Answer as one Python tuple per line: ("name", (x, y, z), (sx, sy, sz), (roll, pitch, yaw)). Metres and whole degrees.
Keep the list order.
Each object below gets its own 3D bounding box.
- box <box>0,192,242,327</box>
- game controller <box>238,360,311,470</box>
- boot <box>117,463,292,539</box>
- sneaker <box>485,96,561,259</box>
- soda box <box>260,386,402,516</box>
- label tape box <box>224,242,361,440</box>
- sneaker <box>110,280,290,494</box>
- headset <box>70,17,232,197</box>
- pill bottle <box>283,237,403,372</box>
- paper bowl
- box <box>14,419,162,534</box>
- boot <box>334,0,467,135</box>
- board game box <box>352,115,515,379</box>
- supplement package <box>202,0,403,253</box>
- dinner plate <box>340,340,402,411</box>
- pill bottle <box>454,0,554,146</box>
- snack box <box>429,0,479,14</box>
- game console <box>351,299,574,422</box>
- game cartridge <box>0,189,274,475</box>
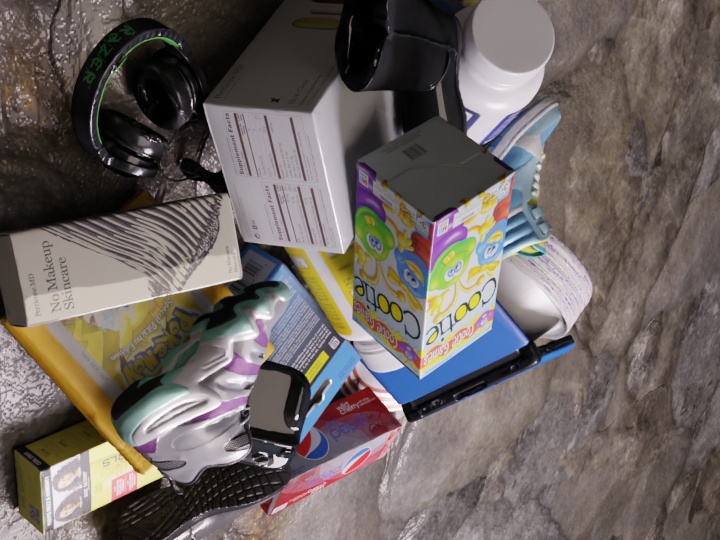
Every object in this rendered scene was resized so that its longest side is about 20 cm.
("box", (-0.206, -0.011, 0.983), (0.198, 0.068, 0.084), (-15, 98, -30))
("game controller", (-0.140, 0.129, 1.115), (0.198, 0.042, 0.106), (18, 79, -29))
("boot", (-0.171, 0.259, 1.204), (0.197, 0.070, 0.132), (-18, 150, -26))
("sneaker", (0.186, -0.091, 1.288), (0.200, 0.130, 0.080), (-46, 180, -14))
("soda box", (-0.047, 0.208, 1.339), (0.198, 0.070, 0.064), (-18, 145, -44))
("label tape box", (-0.099, 0.089, 1.224), (0.145, 0.063, 0.200), (-52, 141, -13))
("sneaker", (-0.115, 0.115, 1.040), (0.200, 0.078, 0.141), (-41, 111, -14))
("headset", (-0.172, -0.127, 0.991), (0.124, 0.093, 0.200), (-55, 158, -13))
("pill bottle", (0.000, 0.000, 1.201), (0.114, 0.114, 0.202), (-42, 115, -26))
("paper bowl", (0.175, 0.013, 1.400), (0.105, 0.199, 0.201), (-52, 141, -14))
("box", (-0.238, 0.178, 1.117), (0.198, 0.050, 0.076), (-21, 124, -44))
("boot", (0.040, -0.168, 1.035), (0.200, 0.065, 0.168), (-12, 99, -70))
("board game box", (0.063, -0.018, 1.056), (0.104, 0.103, 0.202), (-31, 144, -28))
("supplement package", (-0.041, -0.144, 1.075), (0.201, 0.109, 0.157), (-62, 150, -43))
("dinner plate", (0.063, 0.099, 1.398), (0.197, 0.024, 0.202), (-11, 134, -12))
("pill bottle", (0.126, -0.209, 1.207), (0.120, 0.119, 0.200), (-49, -178, -20))
("snack box", (0.151, -0.372, 1.269), (0.168, 0.067, 0.203), (25, 88, -52))
("game console", (0.121, 0.087, 1.344), (0.170, 0.199, 0.120), (-13, 76, -55))
("game cartridge", (-0.196, 0.059, 1.044), (0.176, 0.032, 0.201), (-47, 109, -22))
